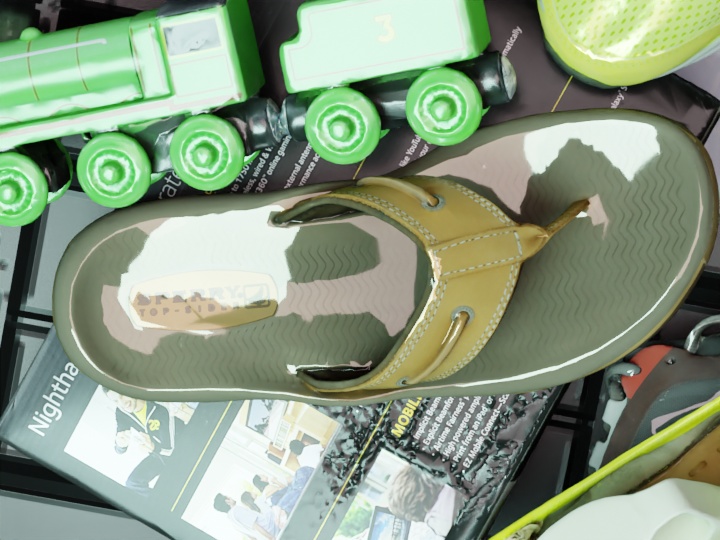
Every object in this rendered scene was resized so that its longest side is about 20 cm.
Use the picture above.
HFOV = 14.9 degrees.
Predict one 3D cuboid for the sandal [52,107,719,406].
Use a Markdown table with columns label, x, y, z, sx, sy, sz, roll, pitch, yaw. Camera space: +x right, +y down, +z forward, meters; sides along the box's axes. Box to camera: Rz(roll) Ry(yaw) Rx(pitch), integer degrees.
| label | x | y | z | sx | sy | sz | roll | pitch | yaw |
| --- | --- | --- | --- | --- | --- | --- | --- | --- | --- |
| sandal | 0.005 | 0.001 | 0.795 | 0.200 | 0.054 | 0.080 | -8 | 89 | 6 |

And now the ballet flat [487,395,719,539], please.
| label | x | y | z | sx | sy | sz | roll | pitch | yaw |
| --- | --- | --- | --- | --- | --- | --- | --- | --- | --- |
| ballet flat | 0.108 | 0.065 | 0.795 | 0.200 | 0.067 | 0.067 | -30 | 65 | 2 |

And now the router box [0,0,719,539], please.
| label | x | y | z | sx | sy | sz | roll | pitch | yaw |
| --- | --- | --- | --- | --- | --- | --- | --- | --- | --- |
| router box | 0.000 | 0.000 | 0.851 | 0.149 | 0.051 | 0.200 | 30 | 94 | 5 |

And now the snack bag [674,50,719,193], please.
| label | x | y | z | sx | sy | sz | roll | pitch | yaw |
| --- | --- | --- | --- | --- | --- | --- | --- | --- | --- |
| snack bag | 0.129 | -0.127 | 0.838 | 0.200 | 0.021 | 0.189 | -32 | 98 | 25 |

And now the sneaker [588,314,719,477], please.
| label | x | y | z | sx | sy | sz | roll | pitch | yaw |
| --- | --- | --- | --- | --- | --- | --- | --- | --- | --- |
| sneaker | 0.098 | 0.066 | 0.871 | 0.200 | 0.077 | 0.082 | -40 | 75 | -2 |

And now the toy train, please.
| label | x | y | z | sx | sy | sz | roll | pitch | yaw |
| --- | --- | --- | --- | --- | --- | --- | --- | --- | --- |
| toy train | -0.055 | -0.052 | 0.806 | 0.200 | 0.042 | 0.056 | -10 | 103 | 12 |

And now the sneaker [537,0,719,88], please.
| label | x | y | z | sx | sy | sz | roll | pitch | yaw |
| --- | --- | --- | --- | --- | --- | --- | --- | --- | --- |
| sneaker | 0.111 | -0.135 | 0.766 | 0.078 | 0.090 | 0.200 | 37 | 107 | 5 |
